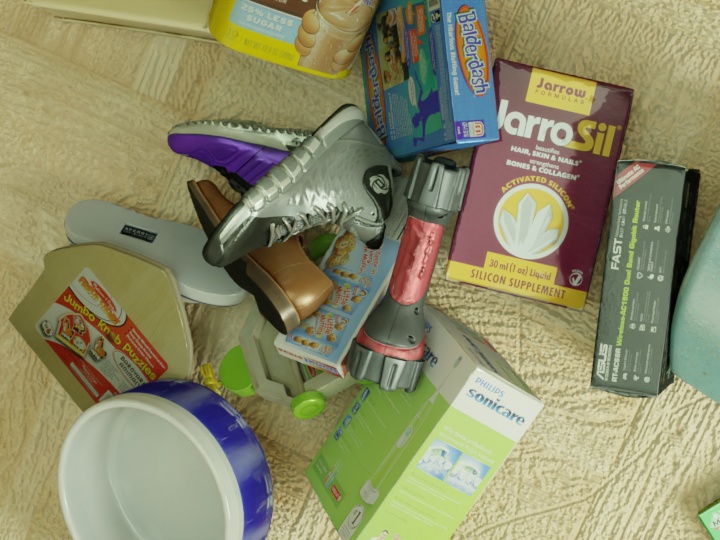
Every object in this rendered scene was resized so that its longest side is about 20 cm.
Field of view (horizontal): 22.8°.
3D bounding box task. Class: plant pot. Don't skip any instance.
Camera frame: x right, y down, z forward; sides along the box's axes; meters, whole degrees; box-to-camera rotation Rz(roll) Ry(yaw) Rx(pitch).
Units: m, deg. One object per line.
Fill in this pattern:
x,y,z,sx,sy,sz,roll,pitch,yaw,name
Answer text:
0.370,0.026,1.514,0.195,0.196,0.201,33,114,11,plant pot

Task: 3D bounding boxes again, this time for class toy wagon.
-0.057,0.063,1.661,0.199,0.040,0.156,-30,55,14,toy wagon

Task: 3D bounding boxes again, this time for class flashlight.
0.043,0.002,1.543,0.068,0.068,0.201,28,106,49,flashlight

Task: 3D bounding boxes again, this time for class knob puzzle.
-0.229,0.054,1.706,0.219,0.030,0.221,13,116,28,knob puzzle

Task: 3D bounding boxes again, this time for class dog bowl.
-0.182,0.205,1.660,0.199,0.079,0.201,9,107,29,dog bowl

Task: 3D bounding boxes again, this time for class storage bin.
-0.201,-0.328,1.689,0.199,0.094,0.200,10,93,14,storage bin

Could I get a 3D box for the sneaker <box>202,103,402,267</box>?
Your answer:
-0.037,-0.047,1.572,0.116,0.075,0.200,46,72,0,sneaker

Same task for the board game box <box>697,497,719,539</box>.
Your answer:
0.419,0.221,1.583,0.199,0.029,0.135,-33,83,13,board game box

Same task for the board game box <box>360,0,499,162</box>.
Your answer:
0.056,-0.179,1.581,0.045,0.200,0.153,-6,91,-21,board game box

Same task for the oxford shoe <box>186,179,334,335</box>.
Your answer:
-0.093,-0.024,1.635,0.071,0.072,0.200,-33,55,-14,oxford shoe

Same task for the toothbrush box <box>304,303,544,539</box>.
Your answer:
0.053,0.152,1.602,0.086,0.146,0.201,28,100,-27,toothbrush box

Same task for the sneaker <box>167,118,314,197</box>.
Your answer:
-0.094,-0.087,1.678,0.199,0.070,0.100,9,99,18,sneaker

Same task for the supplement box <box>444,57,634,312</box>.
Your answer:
0.159,-0.076,1.592,0.130,0.103,0.201,12,94,3,supplement box

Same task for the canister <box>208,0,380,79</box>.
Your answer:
-0.039,-0.280,1.565,0.148,0.087,0.201,15,124,-15,canister

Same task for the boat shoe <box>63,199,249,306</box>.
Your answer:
-0.193,-0.003,1.712,0.199,0.070,0.071,18,51,14,boat shoe

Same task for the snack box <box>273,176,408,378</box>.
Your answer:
0.000,0.000,1.627,0.072,0.024,0.201,19,66,26,snack box

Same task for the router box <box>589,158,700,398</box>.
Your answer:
0.250,0.005,1.556,0.062,0.150,0.201,8,93,15,router box
